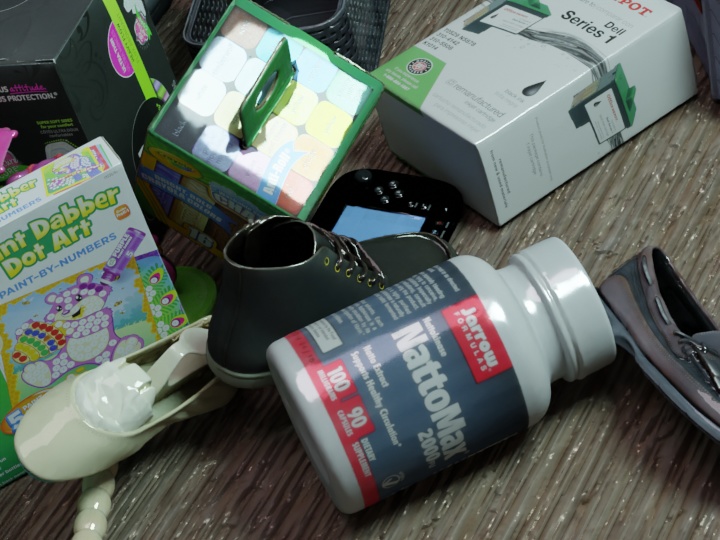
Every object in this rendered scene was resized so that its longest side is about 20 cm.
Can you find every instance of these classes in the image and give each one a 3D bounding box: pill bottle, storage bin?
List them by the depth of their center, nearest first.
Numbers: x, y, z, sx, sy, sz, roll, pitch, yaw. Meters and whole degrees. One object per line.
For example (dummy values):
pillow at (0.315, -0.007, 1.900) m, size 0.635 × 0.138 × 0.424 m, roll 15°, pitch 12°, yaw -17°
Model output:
pill bottle at (0.053, 0.059, 1.247) m, size 0.200 × 0.120 × 0.120 m, roll -26°, pitch 39°, yaw -7°
storage bin at (-0.057, -0.215, 1.639) m, size 0.135 × 0.094 × 0.200 m, roll -7°, pitch 39°, yaw 15°

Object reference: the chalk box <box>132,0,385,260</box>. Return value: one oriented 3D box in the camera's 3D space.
chalk box at (-0.070, -0.094, 1.360) m, size 0.124 × 0.200 × 0.125 m, roll 32°, pitch 71°, yaw -2°

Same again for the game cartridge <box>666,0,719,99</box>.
game cartridge at (0.255, -0.219, 1.484) m, size 0.038 × 0.130 × 0.200 m, roll -17°, pitch 38°, yaw 3°

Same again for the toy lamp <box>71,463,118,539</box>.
toy lamp at (-0.172, 0.162, 1.272) m, size 0.058 × 0.058 × 0.200 m, roll -9°, pitch 39°, yaw 12°

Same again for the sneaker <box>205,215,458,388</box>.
sneaker at (-0.007, 0.002, 1.299) m, size 0.200 × 0.106 × 0.075 m, roll -24°, pitch 53°, yaw -31°

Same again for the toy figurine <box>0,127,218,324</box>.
toy figurine at (-0.222, -0.022, 1.406) m, size 0.200 × 0.184 × 0.150 m, roll -15°, pitch 39°, yaw 4°

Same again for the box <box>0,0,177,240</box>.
box at (-0.224, -0.121, 1.510) m, size 0.124 × 0.200 × 0.149 m, roll -1°, pitch 43°, yaw 22°

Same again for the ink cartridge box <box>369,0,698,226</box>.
ink cartridge box at (0.130, -0.141, 1.479) m, size 0.200 × 0.084 × 0.146 m, roll -35°, pitch 42°, yaw -17°

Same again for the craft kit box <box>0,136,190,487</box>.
craft kit box at (-0.222, 0.037, 1.326) m, size 0.200 × 0.198 × 0.049 m, roll -30°, pitch 39°, yaw -12°

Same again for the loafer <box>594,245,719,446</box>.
loafer at (0.208, 0.049, 1.223) m, size 0.063 × 0.072 × 0.200 m, roll -53°, pitch 37°, yaw 10°

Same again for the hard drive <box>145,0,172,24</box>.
hard drive at (-0.194, -0.214, 1.673) m, size 0.033 × 0.140 × 0.200 m, roll 34°, pitch 51°, yaw -5°

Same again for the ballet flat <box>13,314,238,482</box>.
ballet flat at (-0.144, 0.076, 1.291) m, size 0.069 × 0.070 × 0.200 m, roll 11°, pitch 23°, yaw 32°

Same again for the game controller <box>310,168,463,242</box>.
game controller at (0.000, 0.000, 1.402) m, size 0.104 × 0.042 × 0.200 m, roll 4°, pitch 45°, yaw 26°
